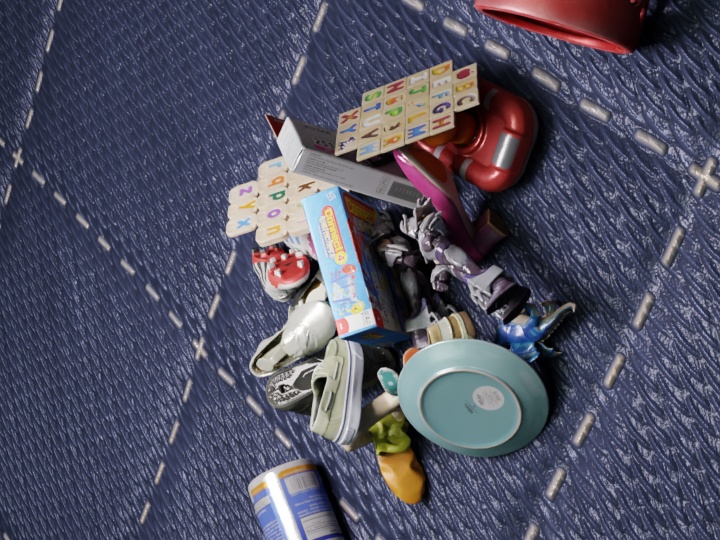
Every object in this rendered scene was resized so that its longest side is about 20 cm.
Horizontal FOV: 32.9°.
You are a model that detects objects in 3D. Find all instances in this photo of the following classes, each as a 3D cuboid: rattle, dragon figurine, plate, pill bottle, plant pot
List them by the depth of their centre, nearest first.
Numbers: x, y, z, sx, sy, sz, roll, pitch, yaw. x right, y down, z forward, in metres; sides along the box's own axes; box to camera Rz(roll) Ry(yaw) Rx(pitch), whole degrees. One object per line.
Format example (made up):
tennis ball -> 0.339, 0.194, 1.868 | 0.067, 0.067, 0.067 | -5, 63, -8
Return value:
plant pot -> 0.253, -0.365, 1.423 | 0.200, 0.200, 0.184 | 26, 101, 41
dragon figurine -> 0.219, 0.090, 1.559 | 0.199, 0.059, 0.100 | -9, 87, 49
plate -> 0.143, 0.173, 1.572 | 0.199, 0.026, 0.201 | 8, 127, 11
rattle -> 0.061, 0.217, 1.664 | 0.200, 0.129, 0.144 | -51, 49, 44
pill bottle -> -0.087, 0.397, 1.839 | 0.112, 0.112, 0.201 | -39, 65, 38

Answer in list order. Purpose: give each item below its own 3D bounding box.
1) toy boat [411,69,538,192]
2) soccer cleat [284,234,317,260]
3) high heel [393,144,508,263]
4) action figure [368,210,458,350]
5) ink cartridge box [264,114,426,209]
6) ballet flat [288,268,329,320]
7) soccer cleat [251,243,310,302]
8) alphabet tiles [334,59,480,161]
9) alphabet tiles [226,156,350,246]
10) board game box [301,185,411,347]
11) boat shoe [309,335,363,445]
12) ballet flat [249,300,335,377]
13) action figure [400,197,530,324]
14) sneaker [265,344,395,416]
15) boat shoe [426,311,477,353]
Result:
toy boat -> 0.125, -0.188, 1.595 | 0.200, 0.130, 0.131 | 33, 113, 39
soccer cleat -> -0.071, -0.052, 1.852 | 0.200, 0.070, 0.087 | 43, 146, 30
high heel -> 0.097, -0.082, 1.607 | 0.096, 0.200, 0.068 | -39, 28, 30
action figure -> 0.070, 0.007, 1.664 | 0.069, 0.130, 0.201 | -30, 82, 23
ink cartridge box -> -0.019, -0.164, 1.661 | 0.044, 0.199, 0.174 | -62, 29, 25
ballet flat -> -0.072, 0.053, 1.804 | 0.068, 0.068, 0.200 | 37, 139, 8
soccer cleat -> -0.115, 0.012, 1.851 | 0.200, 0.068, 0.086 | 27, 137, 67
alphabet tiles -> 0.060, -0.208, 1.571 | 0.199, 0.006, 0.167 | -18, 34, 17
alphabet tiles -> -0.107, -0.111, 1.810 | 0.194, 0.015, 0.201 | -18, 38, 11
board game box -> 0.000, 0.000, 1.675 | 0.056, 0.200, 0.197 | -19, 79, 14
boat shoe -> -0.035, 0.153, 1.672 | 0.072, 0.062, 0.201 | -60, 19, 30
ballet flat -> -0.101, 0.109, 1.772 | 0.200, 0.069, 0.070 | -37, 66, 49
action figure -> 0.118, -0.013, 1.532 | 0.069, 0.130, 0.200 | -45, 56, -8
sneaker -> -0.032, 0.163, 1.812 | 0.198, 0.114, 0.077 | -24, 68, 14
boat shoe -> 0.107, 0.140, 1.616 | 0.072, 0.076, 0.201 | -122, 24, -50
